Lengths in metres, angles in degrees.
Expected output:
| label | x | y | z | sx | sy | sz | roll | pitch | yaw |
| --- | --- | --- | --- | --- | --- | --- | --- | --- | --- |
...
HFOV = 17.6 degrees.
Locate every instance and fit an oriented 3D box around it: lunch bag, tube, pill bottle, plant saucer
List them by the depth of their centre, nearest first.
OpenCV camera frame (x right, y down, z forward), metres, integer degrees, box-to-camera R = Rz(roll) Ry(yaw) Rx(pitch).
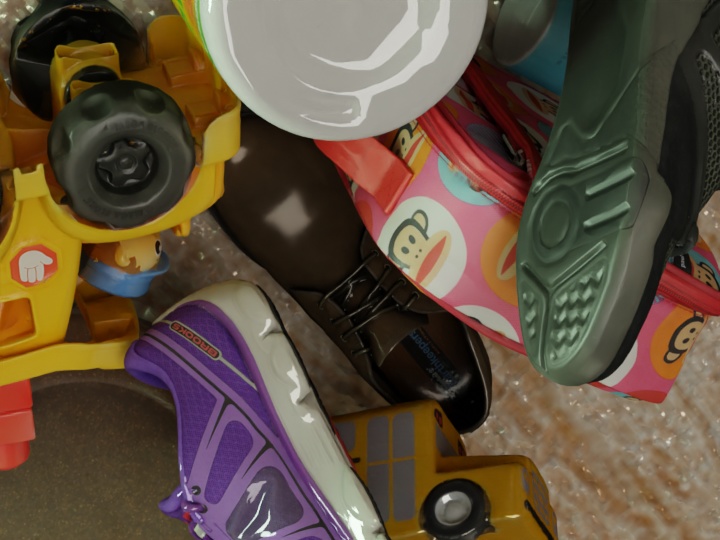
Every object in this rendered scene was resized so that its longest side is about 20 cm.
| label | x | y | z | sx | sy | sz | roll | pitch | yaw |
| --- | --- | --- | --- | --- | --- | --- | --- | --- | --- |
| pill bottle | -0.027 | -0.133 | 0.952 | 0.111 | 0.200 | 0.111 | -5 | 112 | -13 |
| lunch bag | 0.056 | -0.033 | 1.016 | 0.176 | 0.200 | 0.082 | 26 | 107 | -23 |
| plant saucer | -0.138 | 0.115 | 1.050 | 0.200 | 0.201 | 0.037 | -33 | 154 | -1 |
| tube | 0.156 | -0.084 | 1.110 | 0.200 | 0.050 | 0.078 | 22 | 111 | -27 |

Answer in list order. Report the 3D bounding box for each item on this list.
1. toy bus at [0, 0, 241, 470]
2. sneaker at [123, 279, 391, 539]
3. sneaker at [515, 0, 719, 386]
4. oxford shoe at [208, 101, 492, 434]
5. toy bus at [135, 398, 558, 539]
| label | x | y | z | sx | sy | sz | roll | pitch | yaw |
| --- | --- | --- | --- | --- | --- | --- | --- | --- | --- |
| toy bus | -0.150 | -0.006 | 1.009 | 0.200 | 0.136 | 0.192 | -12 | 119 | -13 |
| sneaker | -0.037 | 0.104 | 0.985 | 0.083 | 0.081 | 0.200 | -28 | 76 | -3 |
| sneaker | 0.127 | -0.039 | 0.904 | 0.114 | 0.076 | 0.200 | 26 | 65 | -28 |
| oxford shoe | 0.000 | 0.000 | 1.076 | 0.073 | 0.084 | 0.200 | -43 | 113 | 6 |
| toy bus | -0.013 | 0.113 | 1.073 | 0.200 | 0.078 | 0.065 | -12 | 146 | 16 |
